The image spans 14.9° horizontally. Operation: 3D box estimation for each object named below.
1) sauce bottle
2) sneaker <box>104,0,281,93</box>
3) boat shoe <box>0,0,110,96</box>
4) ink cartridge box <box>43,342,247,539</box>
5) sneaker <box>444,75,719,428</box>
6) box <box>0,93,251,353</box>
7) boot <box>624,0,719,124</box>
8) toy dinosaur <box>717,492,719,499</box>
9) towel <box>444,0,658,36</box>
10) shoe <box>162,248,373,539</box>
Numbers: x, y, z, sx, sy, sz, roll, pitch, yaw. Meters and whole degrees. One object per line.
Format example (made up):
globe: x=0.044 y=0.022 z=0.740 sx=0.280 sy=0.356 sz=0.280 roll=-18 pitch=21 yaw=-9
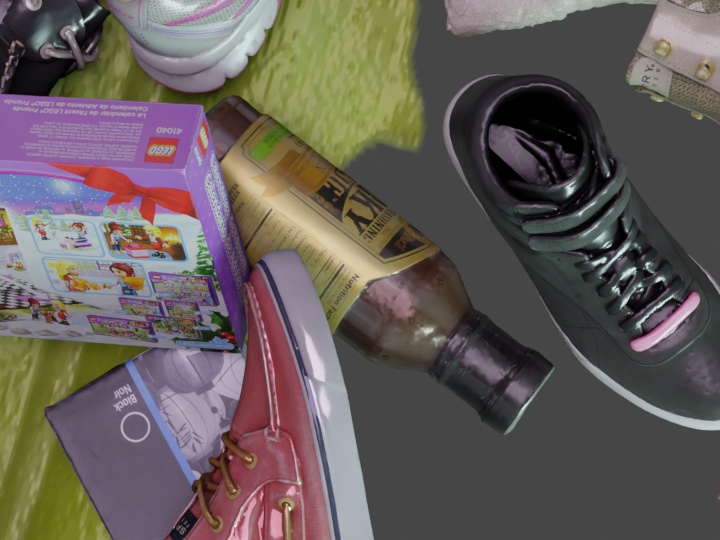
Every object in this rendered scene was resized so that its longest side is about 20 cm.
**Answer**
sauce bottle: x=0.000 y=0.000 z=1.272 sx=0.200 sy=0.065 sz=0.065 roll=37 pitch=90 yaw=2
sneaker: x=-0.048 y=-0.178 z=1.259 sx=0.081 sy=0.088 sz=0.201 roll=31 pitch=89 yaw=21
boat shoe: x=-0.145 y=-0.129 z=1.283 sx=0.060 sy=0.074 sz=0.201 roll=13 pitch=80 yaw=9
ink cartridge box: x=-0.058 y=0.128 z=1.282 sx=0.099 sy=0.039 sz=0.201 roll=-30 pitch=87 yaw=1
sneaker: x=0.109 y=-0.008 z=1.239 sx=0.071 sy=0.099 sz=0.200 roll=-39 pitch=87 yaw=-1
box: x=-0.155 y=-0.023 z=1.231 sx=0.198 sy=0.137 sz=0.039 roll=4 pitch=55 yaw=13
boot: x=0.188 y=-0.056 z=1.215 sx=0.154 sy=0.072 sz=0.201 roll=19 pitch=71 yaw=6
toy dinosaur: x=0.231 y=0.020 z=1.263 sx=0.105 sy=0.060 sz=0.201 roll=6 pitch=73 yaw=13
towel: x=0.087 y=-0.216 z=1.289 sx=0.132 sy=0.034 sz=0.202 roll=-10 pitch=88 yaw=4
shoe: x=-0.047 y=0.096 z=1.221 sx=0.090 sy=0.071 sz=0.202 roll=-12 pitch=94 yaw=-7
